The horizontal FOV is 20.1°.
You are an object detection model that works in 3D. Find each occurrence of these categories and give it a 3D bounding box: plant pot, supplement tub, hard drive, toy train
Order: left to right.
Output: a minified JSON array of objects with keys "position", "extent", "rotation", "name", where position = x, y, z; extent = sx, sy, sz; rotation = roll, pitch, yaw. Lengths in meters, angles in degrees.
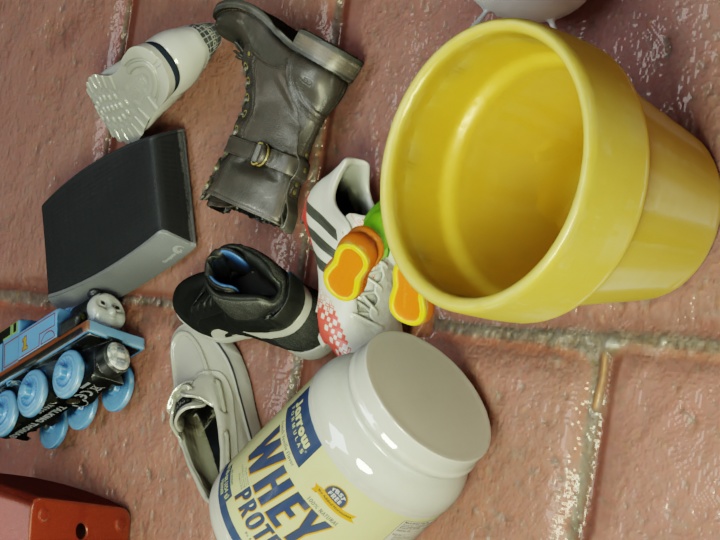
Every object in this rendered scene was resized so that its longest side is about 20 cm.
[{"position":[-0.322,0.280,1.862],"extent":[0.175,0.200,0.201],"rotation":[-4,78,33],"name":"plant pot"},{"position":[-0.288,0.092,1.937],"extent":[0.199,0.086,0.115],"rotation":[-30,54,39],"name":"toy train"},{"position":[-0.236,-0.046,1.942],"extent":[0.199,0.042,0.136],"rotation":[-27,62,41],"name":"hard drive"},{"position":[-0.008,0.155,1.571],"extent":[0.200,0.144,0.146],"rotation":[-46,51,30],"name":"supplement tub"},{"position":[0.146,-0.057,1.423],"extent":[0.200,0.188,0.202],"rotation":[-13,72,44],"name":"plant pot"}]

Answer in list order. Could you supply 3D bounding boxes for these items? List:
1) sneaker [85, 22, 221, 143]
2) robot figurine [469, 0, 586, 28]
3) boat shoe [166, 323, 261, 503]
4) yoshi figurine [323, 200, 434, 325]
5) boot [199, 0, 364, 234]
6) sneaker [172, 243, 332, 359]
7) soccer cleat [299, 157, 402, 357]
[{"position":[-0.195,-0.179,1.916],"extent":[0.077,0.080,0.200],"rotation":[55,152,-9],"name":"sneaker"},{"position":[0.133,-0.276,1.543],"extent":[0.168,0.113,0.202],"rotation":[8,87,19],"name":"robot figurine"},{"position":[-0.137,0.125,1.776],"extent":[0.072,0.065,0.201],"rotation":[-42,52,33],"name":"boat shoe"},{"position":[0.052,-0.026,1.549],"extent":[0.112,0.200,0.113],"rotation":[-21,108,39],"name":"yoshi figurine"},{"position":[-0.096,-0.135,1.775],"extent":[0.200,0.069,0.175],"rotation":[30,94,45],"name":"boot"},{"position":[-0.111,0.011,1.734],"extent":[0.199,0.112,0.073],"rotation":[10,67,44],"name":"sneaker"},{"position":[0.000,0.000,1.655],"extent":[0.085,0.068,0.201],"rotation":[-53,41,45],"name":"soccer cleat"}]
